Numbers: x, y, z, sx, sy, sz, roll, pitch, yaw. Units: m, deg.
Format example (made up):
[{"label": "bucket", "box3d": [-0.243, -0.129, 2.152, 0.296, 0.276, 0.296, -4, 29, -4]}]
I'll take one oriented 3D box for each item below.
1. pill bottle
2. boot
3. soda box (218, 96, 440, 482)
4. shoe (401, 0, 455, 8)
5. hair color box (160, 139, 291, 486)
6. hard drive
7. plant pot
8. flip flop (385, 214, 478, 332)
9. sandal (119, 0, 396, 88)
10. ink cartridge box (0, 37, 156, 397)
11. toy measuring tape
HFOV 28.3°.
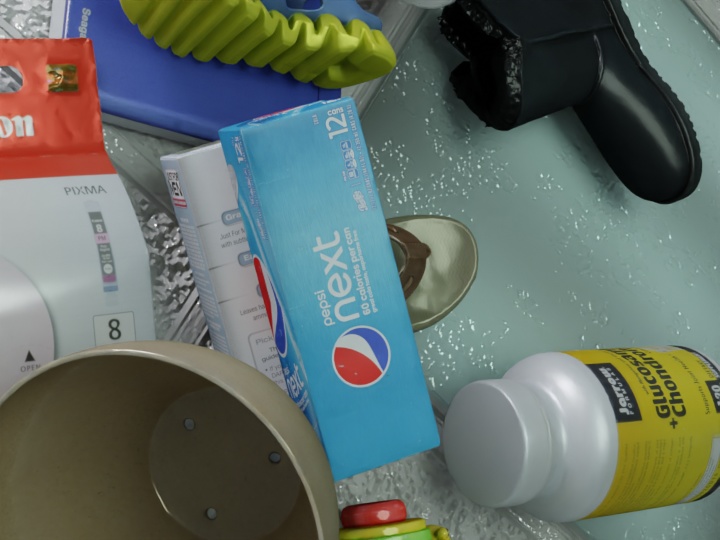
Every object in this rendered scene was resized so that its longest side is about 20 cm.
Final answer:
[{"label": "pill bottle", "box3d": [0.159, 0.111, 0.978, 0.199, 0.112, 0.113, -1, 80, -37]}, {"label": "boot", "box3d": [0.153, -0.123, 1.060, 0.168, 0.076, 0.201, -22, 86, -41]}, {"label": "soda box", "box3d": [-0.018, 0.009, 0.799, 0.068, 0.064, 0.201, -17, 99, -15]}, {"label": "shoe", "box3d": [-0.015, -0.244, 0.978, 0.199, 0.072, 0.091, 28, 17, -3]}, {"label": "hair color box", "box3d": [-0.042, 0.015, 0.857, 0.099, 0.061, 0.201, -17, 100, -16]}, {"label": "hard drive", "box3d": [-0.099, -0.145, 0.912, 0.199, 0.025, 0.133, 13, 72, -34]}, {"label": "plant pot", "box3d": [-0.095, 0.124, 0.770, 0.201, 0.199, 0.134, 66, 19, -4]}, {"label": "flip flop", "box3d": [0.000, 0.000, 0.930, 0.199, 0.057, 0.082, -3, 76, -34]}, {"label": "sandal", "box3d": [-0.066, -0.174, 0.886, 0.199, 0.079, 0.088, 10, 70, -43]}, {"label": "ink cartridge box", "box3d": [-0.198, -0.029, 0.782, 0.162, 0.057, 0.201, -7, 96, -37]}, {"label": "toy measuring tape", "box3d": [-0.018, 0.179, 0.868, 0.199, 0.073, 0.074, -2, 80, -37]}]
